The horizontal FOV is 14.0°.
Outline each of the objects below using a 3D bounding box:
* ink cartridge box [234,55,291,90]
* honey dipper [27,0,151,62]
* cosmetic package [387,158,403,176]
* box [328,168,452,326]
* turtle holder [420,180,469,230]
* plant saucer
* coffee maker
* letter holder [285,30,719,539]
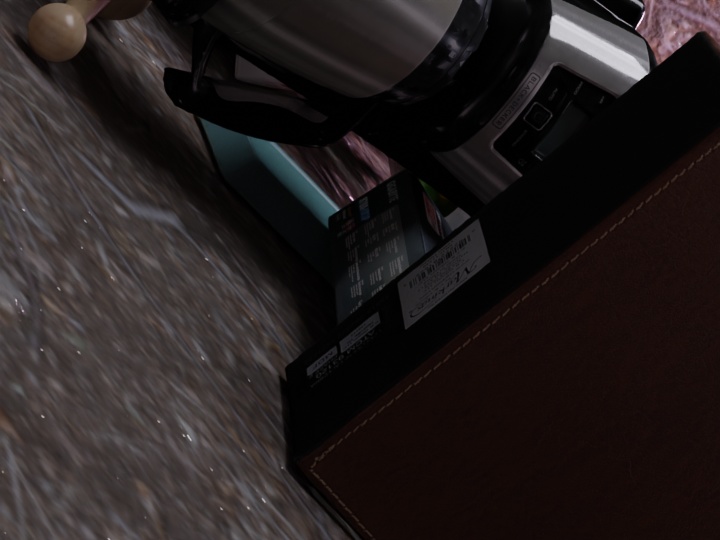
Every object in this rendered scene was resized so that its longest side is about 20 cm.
[{"bbox_3d":[0.007,-0.122,1.490,0.116,0.200,0.068,-2,98,-79],"label":"ink cartridge box"},{"bbox_3d":[-0.106,-0.111,1.187,0.038,0.038,0.200,49,11,-9],"label":"honey dipper"},{"bbox_3d":[0.045,-0.149,1.601,0.103,0.087,0.200,-158,-123,-83],"label":"cosmetic package"},{"bbox_3d":[0.049,0.056,1.199,0.159,0.046,0.200,55,8,-15],"label":"box"},{"bbox_3d":[0.092,-0.024,1.463,0.132,0.141,0.186,35,29,-23],"label":"turtle holder"},{"bbox_3d":[0.000,0.000,1.319,0.200,0.019,0.070,46,10,-31],"label":"plant saucer"},{"bbox_3d":[0.010,-0.129,1.204,0.200,0.135,0.192,32,35,-32],"label":"coffee maker"},{"bbox_3d":[0.095,0.040,1.041,0.142,0.200,0.101,48,9,-16],"label":"letter holder"}]
